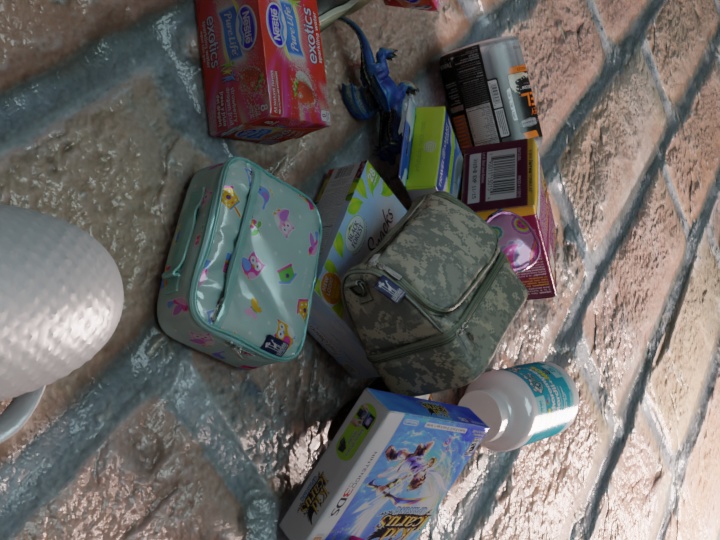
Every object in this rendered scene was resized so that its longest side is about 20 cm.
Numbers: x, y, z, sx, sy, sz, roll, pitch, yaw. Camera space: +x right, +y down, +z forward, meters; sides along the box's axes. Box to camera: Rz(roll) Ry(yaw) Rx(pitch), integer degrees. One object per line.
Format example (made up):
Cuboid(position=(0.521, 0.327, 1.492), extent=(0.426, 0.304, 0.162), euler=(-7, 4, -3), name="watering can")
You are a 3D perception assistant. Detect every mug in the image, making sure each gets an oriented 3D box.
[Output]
Cuboid(position=(-0.278, 0.047, 0.711), extent=(0.175, 0.148, 0.200), euler=(-6, 116, -60), name="mug")

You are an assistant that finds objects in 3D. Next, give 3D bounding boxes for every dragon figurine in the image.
Cuboid(position=(0.017, -0.231, 1.209), extent=(0.200, 0.059, 0.099), euler=(56, 42, -29), name="dragon figurine")

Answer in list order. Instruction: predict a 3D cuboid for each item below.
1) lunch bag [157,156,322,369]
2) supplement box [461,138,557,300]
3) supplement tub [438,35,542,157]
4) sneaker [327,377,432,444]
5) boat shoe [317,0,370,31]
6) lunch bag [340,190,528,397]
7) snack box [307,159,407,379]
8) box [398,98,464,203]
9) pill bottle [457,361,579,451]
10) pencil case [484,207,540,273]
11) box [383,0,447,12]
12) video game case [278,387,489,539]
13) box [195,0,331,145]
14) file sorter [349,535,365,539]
Cuboid(position=(-0.120, -0.005, 0.961), extent=(0.160, 0.077, 0.200), euler=(34, 56, -43), name="lunch bag")
Cuboid(position=(0.211, -0.067, 1.326), extent=(0.200, 0.103, 0.131), euler=(64, 25, -46), name="supplement box")
Cuboid(position=(0.195, -0.232, 1.387), extent=(0.122, 0.122, 0.200), euler=(-24, 102, -52), name="supplement tub")
Cuboid(position=(0.036, 0.175, 1.120), extent=(0.200, 0.073, 0.085), euler=(-37, 108, -51), name="sneaker")
Cuboid(position=(-0.043, -0.329, 1.146), extent=(0.201, 0.072, 0.061), euler=(-42, 101, -39), name="boat shoe")
Cuboid(position=(0.076, 0.021, 1.057), extent=(0.168, 0.139, 0.200), euler=(56, 43, -14), name="lunch bag")
Cuboid(position=(0.000, 0.000, 1.123), extent=(0.169, 0.068, 0.200), euler=(50, 45, -34), name="snack box")
Cuboid(position=(0.101, -0.125, 1.249), extent=(0.200, 0.048, 0.122), euler=(55, 39, -60), name="box")
Cuboid(position=(0.215, 0.189, 1.317), extent=(0.200, 0.111, 0.111), euler=(-3, 84, -52), name="pill bottle")
Cuboid(position=(0.154, -0.006, 1.218), extent=(0.087, 0.200, 0.088), euler=(5, 71, -14), name="pencil case")
Cuboid(position=(0.094, -0.419, 1.133), extent=(0.200, 0.095, 0.103), euler=(-55, 137, -14), name="box")
Cuboid(position=(0.032, 0.226, 1.042), extent=(0.200, 0.045, 0.181), euler=(19, 107, -48), name="video game case")
Cuboid(position=(-0.107, -0.245, 1.023), extent=(0.100, 0.095, 0.200), euler=(0, 81, -51), name="box")
Cuboid(position=(0.063, 0.397, 1.026), extent=(0.200, 0.125, 0.139), euler=(34, 76, -43), name="file sorter")
